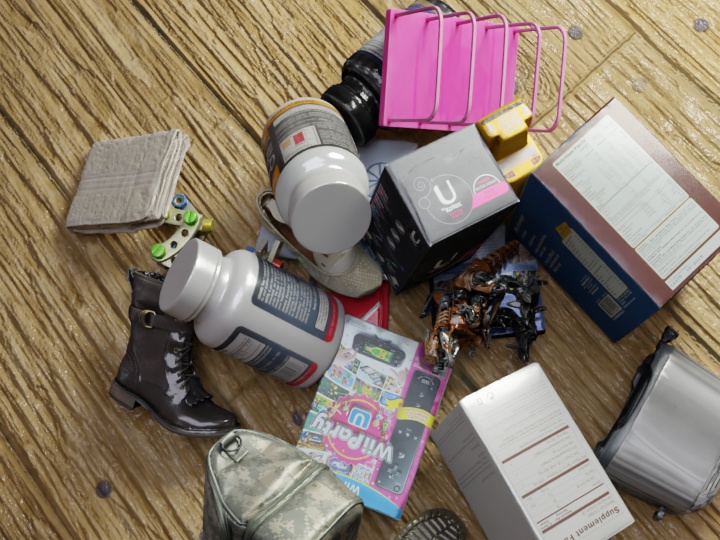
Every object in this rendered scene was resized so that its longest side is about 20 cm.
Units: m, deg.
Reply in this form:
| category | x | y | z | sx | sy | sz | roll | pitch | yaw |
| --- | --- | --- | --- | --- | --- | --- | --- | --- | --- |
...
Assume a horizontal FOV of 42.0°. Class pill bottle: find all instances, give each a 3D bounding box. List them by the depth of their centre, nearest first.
| category | x | y | z | sx | sy | sz | roll | pitch | yaw |
| --- | --- | --- | --- | --- | --- | --- | --- | --- | --- |
| pill bottle | -0.127 | 0.046 | 1.098 | 0.198 | 0.119 | 0.121 | 29 | 73 | -27 |
| pill bottle | -0.052 | -0.115 | 1.124 | 0.115 | 0.118 | 0.201 | -19 | 37 | 0 |
| pill bottle | 0.046 | -0.257 | 1.231 | 0.112 | 0.112 | 0.200 | 42 | 74 | 17 |

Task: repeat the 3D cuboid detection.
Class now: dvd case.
| category | x | y | z | sx | sy | sz | roll | pitch | yaw |
| --- | --- | --- | --- | --- | --- | --- | --- | --- | --- |
| dvd case | 0.155 | -0.012 | 1.201 | 0.140 | 0.018 | 0.204 | -6 | 73 | 5 |

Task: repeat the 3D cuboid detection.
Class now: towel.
| category | x | y | z | sx | sy | sz | roll | pitch | yaw |
| --- | --- | --- | --- | --- | --- | --- | --- | --- | --- |
| towel | -0.308 | -0.116 | 1.239 | 0.198 | 0.034 | 0.135 | 0 | 68 | 39 |

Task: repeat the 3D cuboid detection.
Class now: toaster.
| category | x | y | z | sx | sy | sz | roll | pitch | yaw |
| --- | --- | --- | --- | --- | --- | --- | --- | --- | --- |
| toaster | 0.357 | 0.180 | 1.069 | 0.128 | 0.114 | 0.201 | 31 | 76 | 11 |

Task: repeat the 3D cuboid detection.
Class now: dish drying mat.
| category | x | y | z | sx | sy | sz | roll | pitch | yaw |
| --- | --- | --- | --- | --- | --- | --- | --- | --- | --- |
| dish drying mat | 0.000 | 0.000 | 1.215 | 0.075 | 0.018 | 0.204 | -1 | 72 | 7 |

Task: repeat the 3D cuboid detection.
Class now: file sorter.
| category | x | y | z | sx | sy | sz | roll | pitch | yaw |
| --- | --- | --- | --- | --- | --- | --- | --- | --- | --- |
| file sorter | 0.141 | -0.241 | 1.150 | 0.197 | 0.125 | 0.142 | -1 | 99 | -29 |

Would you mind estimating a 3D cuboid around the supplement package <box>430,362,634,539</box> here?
| category | x | y | z | sx | sy | sz | roll | pitch | yaw |
| --- | --- | --- | --- | --- | --- | --- | --- | --- | --- |
| supplement package | 0.187 | 0.230 | 1.053 | 0.116 | 0.117 | 0.202 | -21 | 70 | -24 |

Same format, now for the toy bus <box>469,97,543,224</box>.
| category | x | y | z | sx | sy | sz | roll | pitch | yaw |
| --- | --- | --- | --- | --- | --- | --- | --- | --- | --- |
| toy bus | 0.164 | -0.122 | 1.114 | 0.064 | 0.200 | 0.079 | -28 | 75 | -10 |

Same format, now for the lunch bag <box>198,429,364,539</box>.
| category | x | y | z | sx | sy | sz | roll | pitch | yaw |
| --- | --- | --- | --- | --- | --- | --- | --- | --- | --- |
| lunch bag | -0.105 | 0.286 | 1.041 | 0.167 | 0.202 | 0.139 | 39 | 51 | 25 |

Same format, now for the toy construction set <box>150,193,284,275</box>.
| category | x | y | z | sx | sy | sz | roll | pitch | yaw |
| --- | --- | --- | --- | --- | --- | --- | --- | --- | --- |
| toy construction set | -0.187 | -0.013 | 1.208 | 0.197 | 0.092 | 0.133 | 21 | 76 | 24 |

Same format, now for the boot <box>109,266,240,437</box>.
| category | x | y | z | sx | sy | sz | roll | pitch | yaw |
| --- | --- | --- | --- | --- | --- | --- | --- | --- | --- |
| boot | -0.219 | 0.098 | 1.151 | 0.197 | 0.069 | 0.177 | 19 | 98 | 14 |

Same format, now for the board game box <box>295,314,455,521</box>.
| category | x | y | z | sx | sy | sz | roll | pitch | yaw |
| --- | --- | --- | --- | --- | --- | --- | --- | --- | --- |
| board game box | 0.014 | 0.176 | 1.123 | 0.145 | 0.064 | 0.203 | 20 | 77 | 3 |

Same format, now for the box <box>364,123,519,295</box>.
| category | x | y | z | sx | sy | sz | roll | pitch | yaw |
| --- | --- | --- | --- | --- | --- | --- | --- | --- | --- |
| box | 0.084 | -0.065 | 1.095 | 0.121 | 0.200 | 0.107 | -26 | 79 | -15 |

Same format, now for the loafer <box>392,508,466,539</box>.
| category | x | y | z | sx | sy | sz | roll | pitch | yaw |
| --- | --- | --- | --- | --- | --- | --- | --- | --- | --- |
| loafer | 0.045 | 0.357 | 1.073 | 0.076 | 0.068 | 0.200 | 41 | 65 | 13 |

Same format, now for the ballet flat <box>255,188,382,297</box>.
| category | x | y | z | sx | sy | sz | roll | pitch | yaw |
| --- | --- | --- | --- | --- | --- | --- | --- | --- | --- |
| ballet flat | -0.059 | -0.035 | 1.172 | 0.199 | 0.062 | 0.068 | 35 | 80 | 21 |

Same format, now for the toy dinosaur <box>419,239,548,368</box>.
| category | x | y | z | sx | sy | sz | roll | pitch | yaw |
| --- | --- | --- | --- | --- | --- | --- | --- | --- | --- |
| toy dinosaur | 0.148 | 0.035 | 1.124 | 0.134 | 0.102 | 0.203 | 17 | 74 | 24 |

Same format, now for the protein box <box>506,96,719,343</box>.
| category | x | y | z | sx | sy | sz | roll | pitch | yaw |
| --- | --- | --- | --- | --- | --- | --- | --- | --- | --- |
| protein box | 0.295 | -0.050 | 1.092 | 0.134 | 0.199 | 0.200 | -39 | 78 | -9 |

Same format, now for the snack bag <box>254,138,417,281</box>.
| category | x | y | z | sx | sy | sz | roll | pitch | yaw |
| --- | --- | --- | --- | --- | --- | --- | --- | --- | --- |
| snack bag | -0.033 | -0.089 | 1.232 | 0.196 | 0.021 | 0.192 | 7 | 73 | 14 |
